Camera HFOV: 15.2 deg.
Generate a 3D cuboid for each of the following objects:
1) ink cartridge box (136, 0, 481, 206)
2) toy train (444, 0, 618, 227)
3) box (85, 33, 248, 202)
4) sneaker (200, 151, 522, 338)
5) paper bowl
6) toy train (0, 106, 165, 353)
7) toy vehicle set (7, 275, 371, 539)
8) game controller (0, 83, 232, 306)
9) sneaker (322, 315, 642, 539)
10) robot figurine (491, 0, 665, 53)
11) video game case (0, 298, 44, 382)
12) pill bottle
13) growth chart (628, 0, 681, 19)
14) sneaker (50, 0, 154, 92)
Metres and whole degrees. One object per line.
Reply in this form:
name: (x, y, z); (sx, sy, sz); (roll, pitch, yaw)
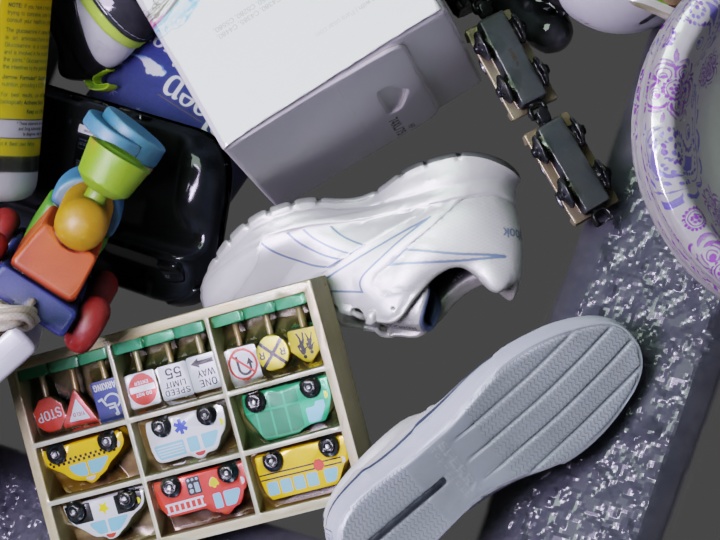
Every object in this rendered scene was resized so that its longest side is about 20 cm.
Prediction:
ink cartridge box: (-0.048, -0.168, 1.526); (0.146, 0.147, 0.201); (-31, 74, 3)
toy train: (0.085, -0.110, 1.501); (0.034, 0.046, 0.201); (-28, 81, -8)
box: (-0.102, -0.104, 1.632); (0.121, 0.032, 0.200); (33, 87, 33)
sneaker: (0.000, 0.000, 1.515); (0.199, 0.074, 0.088); (-19, 68, 20)
paper bowl: (0.237, -0.071, 1.373); (0.199, 0.104, 0.202); (0, 88, -1)
toy train: (-0.156, -0.022, 1.472); (0.084, 0.200, 0.116); (32, 99, -7)
toy vehicle set: (-0.096, 0.087, 1.519); (0.199, 0.026, 0.125); (-16, 91, 21)
game controller: (-0.155, -0.048, 1.609); (0.199, 0.042, 0.105); (18, 94, 38)
sneaker: (0.059, 0.086, 1.448); (0.199, 0.073, 0.071); (-33, 18, -7)
robot figurine: (0.119, -0.218, 1.514); (0.125, 0.151, 0.200); (-33, 53, -22)
video game case: (-0.259, 0.082, 1.565); (0.200, 0.182, 0.023); (-41, 100, 6)
pill bottle: (-0.237, -0.145, 1.576); (0.112, 0.112, 0.201); (9, 96, 29)
growth chart: (0.202, -0.176, 1.436); (0.145, 0.200, 0.018); (-58, 19, -13)
sneaker: (-0.203, -0.194, 1.649); (0.083, 0.072, 0.200); (-44, 68, 20)
